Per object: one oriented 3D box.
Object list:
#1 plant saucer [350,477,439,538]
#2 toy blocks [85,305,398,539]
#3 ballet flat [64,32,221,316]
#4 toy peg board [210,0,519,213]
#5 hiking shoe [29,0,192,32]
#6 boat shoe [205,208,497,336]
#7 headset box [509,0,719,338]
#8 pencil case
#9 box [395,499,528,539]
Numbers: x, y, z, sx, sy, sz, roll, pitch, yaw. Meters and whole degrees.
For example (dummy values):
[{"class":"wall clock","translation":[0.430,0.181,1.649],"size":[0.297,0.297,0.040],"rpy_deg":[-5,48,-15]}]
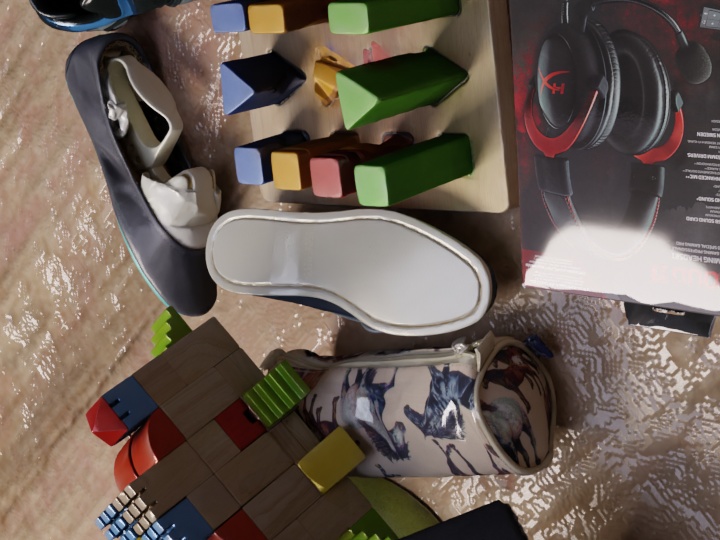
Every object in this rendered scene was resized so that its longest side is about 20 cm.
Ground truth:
[{"class":"plant saucer","translation":[-0.001,0.231,1.187],"size":[0.199,0.031,0.201],"rpy_deg":[16,115,38]},{"class":"toy blocks","translation":[-0.092,0.126,1.051],"size":[0.200,0.137,0.100],"rpy_deg":[50,137,5]},{"class":"ballet flat","translation":[-0.135,-0.068,1.181],"size":[0.073,0.073,0.201],"rpy_deg":[-30,81,43]},{"class":"toy peg board","translation":[-0.021,-0.128,1.036],"size":[0.198,0.098,0.201],"rpy_deg":[5,107,41]},{"class":"hiking shoe","translation":[-0.176,-0.186,1.123],"size":[0.200,0.086,0.075],"rpy_deg":[-3,103,59]},{"class":"boat shoe","translation":[0.000,0.000,1.083],"size":[0.199,0.062,0.075],"rpy_deg":[3,91,32]},{"class":"headset box","translation":[0.158,-0.066,0.911],"size":[0.148,0.075,0.201],"rpy_deg":[10,110,39]},{"class":"pencil case","translation":[0.024,0.080,1.079],"size":[0.199,0.078,0.090],"rpy_deg":[-6,110,43]},{"class":"box","translation":[0.024,0.263,1.001],"size":[0.124,0.199,0.197],"rpy_deg":[-118,10,-49]}]
